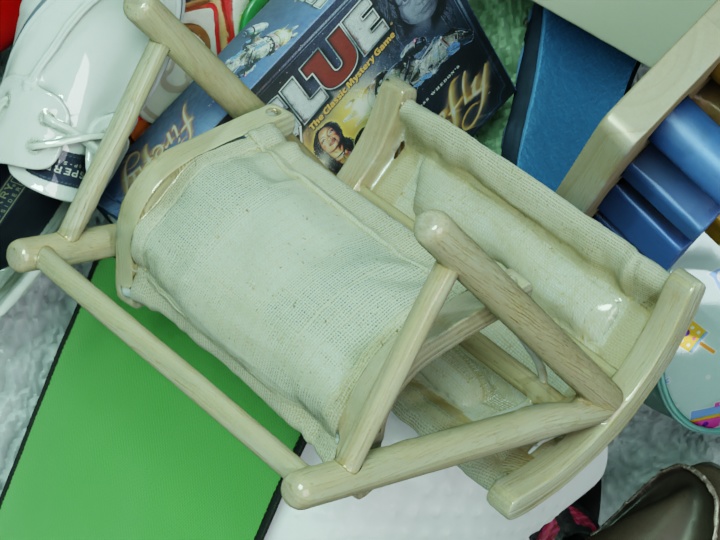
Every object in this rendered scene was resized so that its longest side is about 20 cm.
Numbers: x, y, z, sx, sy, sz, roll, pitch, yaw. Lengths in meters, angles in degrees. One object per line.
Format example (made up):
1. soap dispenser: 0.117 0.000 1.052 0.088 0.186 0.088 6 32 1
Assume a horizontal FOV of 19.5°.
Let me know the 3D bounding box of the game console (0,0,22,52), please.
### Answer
1. game console: -0.229 -0.182 0.914 0.172 0.118 0.201 -47 126 -45

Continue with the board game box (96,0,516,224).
1. board game box: -0.023 -0.063 1.004 0.200 0.035 0.136 -48 138 -10

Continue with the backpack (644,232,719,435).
1. backpack: 0.226 0.005 1.131 0.198 0.153 0.177 -5 111 -18

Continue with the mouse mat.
1. mouse mat: -0.107 0.109 0.969 0.008 0.161 0.201 5 113 -50

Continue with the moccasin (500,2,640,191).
1. moccasin: 0.107 -0.124 1.080 0.080 0.068 0.201 19 101 -16

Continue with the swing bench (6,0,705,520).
1. swing bench: 0.000 0.000 0.879 0.199 0.199 0.130 13 109 -51

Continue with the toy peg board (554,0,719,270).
1. toy peg board: 0.189 -0.070 0.969 0.098 0.200 0.199 43 75 7

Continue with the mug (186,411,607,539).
1. mug: 0.016 0.113 1.011 0.175 0.147 0.201 -33 112 -21

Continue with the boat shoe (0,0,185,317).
1. boat shoe: -0.129 -0.056 0.911 0.073 0.066 0.201 13 127 -26

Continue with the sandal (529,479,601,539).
1. sandal: 0.108 0.174 1.174 0.075 0.045 0.202 -7 107 -26

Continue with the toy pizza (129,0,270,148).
1. toy pizza: -0.066 -0.132 0.973 0.199 0.032 0.202 -22 125 -36

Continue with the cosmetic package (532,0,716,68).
1. cosmetic package: 0.078 -0.191 0.957 0.199 0.073 0.104 26 59 -11

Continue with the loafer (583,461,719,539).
1. loafer: 0.127 0.180 1.117 0.200 0.073 0.071 -49 135 1
